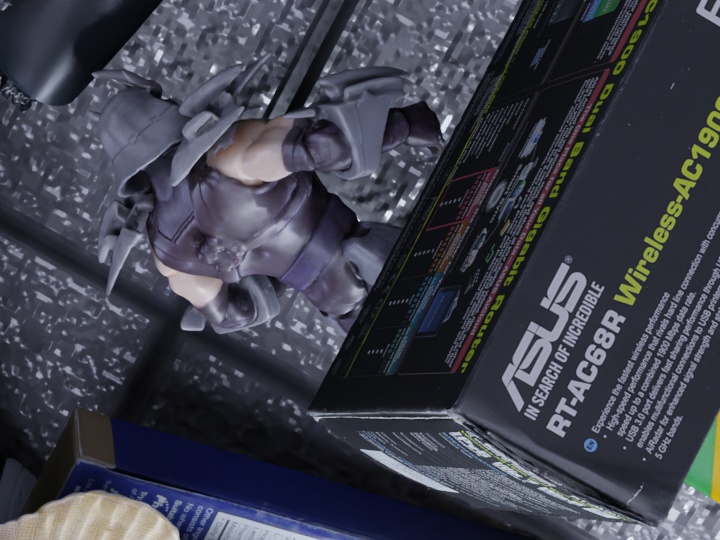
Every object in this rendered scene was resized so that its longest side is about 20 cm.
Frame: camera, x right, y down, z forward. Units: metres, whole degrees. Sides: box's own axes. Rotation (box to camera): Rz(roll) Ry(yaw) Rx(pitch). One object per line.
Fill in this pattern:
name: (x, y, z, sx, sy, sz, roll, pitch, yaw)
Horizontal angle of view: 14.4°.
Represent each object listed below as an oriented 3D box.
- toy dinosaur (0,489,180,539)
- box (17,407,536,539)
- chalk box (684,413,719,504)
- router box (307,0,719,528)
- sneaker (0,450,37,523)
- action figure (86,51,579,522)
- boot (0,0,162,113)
toy dinosaur: (-0.082, 0.109, 0.857, 0.200, 0.058, 0.101, 27, 115, -25)
box: (-0.024, 0.123, 0.931, 0.200, 0.032, 0.121, 19, 119, -20)
chalk box: (0.182, -0.018, 0.788, 0.125, 0.124, 0.200, 30, 118, 0)
router box: (0.072, -0.034, 0.746, 0.062, 0.150, 0.200, 29, 81, -11)
sneaker: (-0.181, 0.056, 0.943, 0.115, 0.075, 0.200, -15, 112, 17)
action figure: (0.000, 0.000, 0.861, 0.200, 0.069, 0.130, 35, 153, -4)
boot: (-0.105, -0.160, 0.826, 0.168, 0.076, 0.200, -37, 106, 22)
